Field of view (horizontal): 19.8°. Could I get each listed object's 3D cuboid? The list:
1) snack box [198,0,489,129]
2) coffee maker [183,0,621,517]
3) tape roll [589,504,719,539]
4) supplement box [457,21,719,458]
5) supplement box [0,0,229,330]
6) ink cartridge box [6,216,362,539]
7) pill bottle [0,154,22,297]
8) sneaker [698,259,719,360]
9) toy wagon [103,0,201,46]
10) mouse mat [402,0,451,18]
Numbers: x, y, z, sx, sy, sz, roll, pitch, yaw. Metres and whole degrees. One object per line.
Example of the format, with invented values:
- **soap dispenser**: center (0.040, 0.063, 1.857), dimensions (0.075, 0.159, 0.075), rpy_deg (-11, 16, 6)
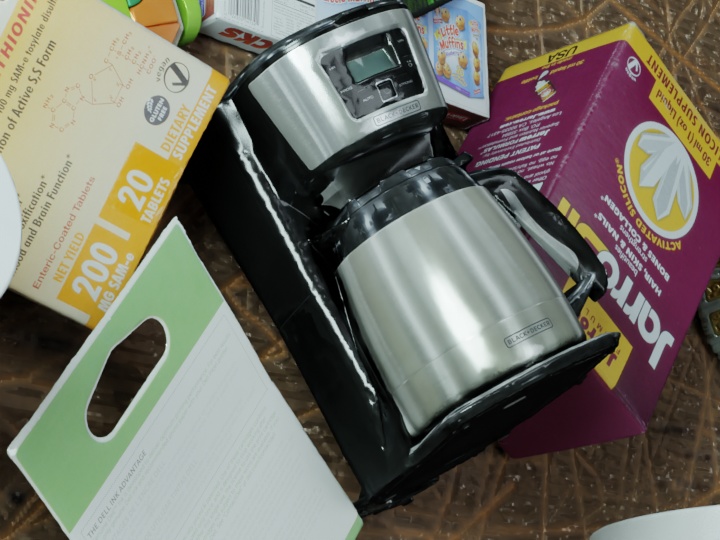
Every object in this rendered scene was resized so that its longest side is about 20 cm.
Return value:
- **snack box**: center (-0.006, -0.136, 1.105), dimensions (0.199, 0.024, 0.072), rpy_deg (16, 64, -41)
- **coffee maker**: center (0.000, 0.000, 0.989), dimensions (0.134, 0.192, 0.201), rpy_deg (-14, 70, -52)
- **tape roll**: center (0.225, 0.206, 1.105), dimensions (0.202, 0.202, 0.140), rpy_deg (12, 69, -42)
- **supplement box**: center (0.116, -0.018, 1.135), dimensions (0.131, 0.103, 0.201), rpy_deg (49, 49, -24)
- **supplement box**: center (-0.169, -0.073, 0.856), dimensions (0.199, 0.073, 0.127), rpy_deg (29, 85, -34)
- **ink cartridge box**: center (-0.083, 0.099, 0.912), dimensions (0.201, 0.048, 0.146), rpy_deg (59, 45, -31)
- **pill bottle**: center (-0.210, 0.002, 0.735), dimensions (0.111, 0.199, 0.112), rpy_deg (15, 68, -41)
- **sneaker**: center (0.273, 0.042, 1.308), dimensions (0.201, 0.075, 0.088), rpy_deg (64, 29, -14)
- **toy wagon**: center (-0.139, -0.122, 0.959), dimensions (0.155, 0.039, 0.201), rpy_deg (-17, 90, -46)
- **mouse mat**: center (0.009, -0.239, 1.130), dimensions (0.201, 0.007, 0.161), rpy_deg (65, 27, -6)
